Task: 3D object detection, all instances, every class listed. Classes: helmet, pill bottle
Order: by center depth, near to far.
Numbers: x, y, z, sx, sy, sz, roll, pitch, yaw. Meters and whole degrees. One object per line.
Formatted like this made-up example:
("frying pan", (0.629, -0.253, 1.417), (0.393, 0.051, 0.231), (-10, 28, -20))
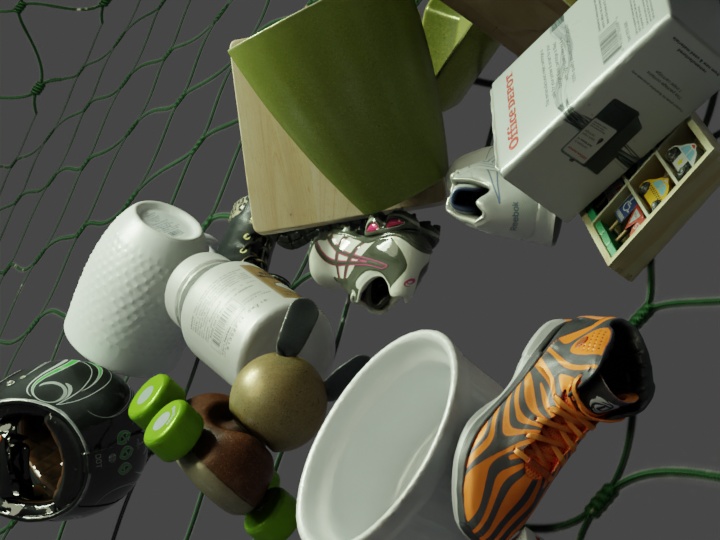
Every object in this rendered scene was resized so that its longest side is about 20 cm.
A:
("pill bottle", (-0.120, 0.055, 1.807), (0.115, 0.114, 0.200), (-57, 37, -1))
("helmet", (-0.341, 0.194, 2.031), (0.200, 0.200, 0.191), (-48, -6, 19))

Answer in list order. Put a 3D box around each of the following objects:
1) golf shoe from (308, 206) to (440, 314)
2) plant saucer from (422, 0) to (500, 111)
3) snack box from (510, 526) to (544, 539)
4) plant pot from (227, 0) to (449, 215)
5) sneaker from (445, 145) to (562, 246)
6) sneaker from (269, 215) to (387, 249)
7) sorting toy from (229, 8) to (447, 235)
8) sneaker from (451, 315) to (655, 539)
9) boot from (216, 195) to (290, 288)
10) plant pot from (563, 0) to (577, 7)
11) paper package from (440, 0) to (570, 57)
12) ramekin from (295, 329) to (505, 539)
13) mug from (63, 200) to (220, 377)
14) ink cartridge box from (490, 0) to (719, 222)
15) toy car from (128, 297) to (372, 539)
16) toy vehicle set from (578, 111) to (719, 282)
("golf shoe", (0.000, 0.000, 1.748), (0.200, 0.077, 0.089), (-22, 51, 58))
("plant saucer", (0.121, -0.274, 1.854), (0.200, 0.048, 0.201), (125, 162, -44))
("snack box", (0.067, 0.278, 1.301), (0.200, 0.024, 0.072), (-46, 23, 24))
("plant pot", (0.000, -0.162, 1.679), (0.186, 0.201, 0.187), (-26, 7, 3))
("sneaker", (0.112, -0.074, 1.575), (0.200, 0.086, 0.075), (-146, 61, -70))
("sneaker", (-0.021, -0.086, 1.906), (0.199, 0.076, 0.088), (-9, 29, 47))
("sorting toy", (-0.020, -0.146, 1.792), (0.070, 0.197, 0.202), (45, -144, -78))
("sneaker", (0.143, 0.111, 1.288), (0.112, 0.077, 0.201), (-14, 44, 59))
("boot", (-0.121, -0.017, 2.004), (0.203, 0.073, 0.155), (-20, 48, 61))
("plant pot", (0.244, -0.359, 1.582), (0.194, 0.195, 0.201), (-42, 20, 31))
("paper package", (0.159, -0.327, 1.699), (0.103, 0.190, 0.201), (-37, 29, 45))
("ramekin", (0.046, 0.158, 1.411), (0.200, 0.097, 0.201), (-44, 26, 28))
("mug", (-0.242, 0.011, 2.111), (0.147, 0.199, 0.176), (38, 118, 28))
("ink cartridge box", (0.204, -0.159, 1.451), (0.200, 0.083, 0.147), (-42, 26, 30))
("toy car", (-0.089, 0.126, 1.664), (0.200, 0.164, 0.158), (-47, 23, -2))
("toy vehicle set", (0.229, -0.087, 1.451), (0.124, 0.026, 0.200), (-50, 23, 17))
